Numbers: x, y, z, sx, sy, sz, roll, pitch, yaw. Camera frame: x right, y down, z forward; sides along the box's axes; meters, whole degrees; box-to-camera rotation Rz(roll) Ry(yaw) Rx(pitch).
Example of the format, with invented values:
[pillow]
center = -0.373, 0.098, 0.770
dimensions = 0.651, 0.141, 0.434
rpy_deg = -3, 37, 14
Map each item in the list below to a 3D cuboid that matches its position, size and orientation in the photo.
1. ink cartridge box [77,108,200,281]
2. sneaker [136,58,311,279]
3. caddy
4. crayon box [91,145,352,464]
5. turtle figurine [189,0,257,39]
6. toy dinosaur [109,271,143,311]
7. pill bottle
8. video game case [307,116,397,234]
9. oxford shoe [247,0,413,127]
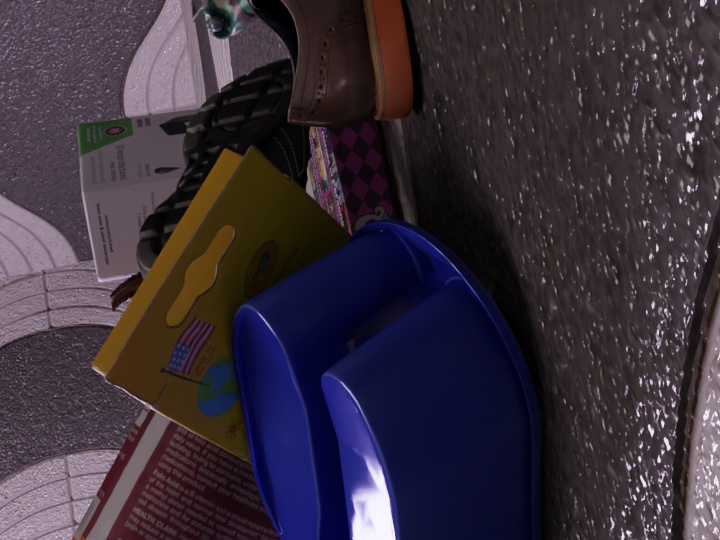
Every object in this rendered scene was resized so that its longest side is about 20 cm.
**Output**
[ink cartridge box]
center = -0.128, -0.074, 1.042
dimensions = 0.146, 0.198, 0.085
rpy_deg = -116, 19, -59
[sneaker]
center = -0.065, -0.044, 0.720
dimensions = 0.079, 0.075, 0.201
rpy_deg = 56, -140, -34
[caddy]
center = 0.020, 0.075, 0.585
dimensions = 0.141, 0.104, 0.201
rpy_deg = 35, 141, 43
[crayon box]
center = -0.050, 0.027, 0.639
dimensions = 0.051, 0.128, 0.200
rpy_deg = 26, 170, 35
[turtle figurine]
center = -0.072, -0.222, 0.801
dimensions = 0.200, 0.100, 0.150
rpy_deg = 43, 162, 50
[toy dinosaur]
center = -0.072, 0.016, 0.977
dimensions = 0.182, 0.198, 0.106
rpy_deg = 90, -166, -81
[pill bottle]
center = -0.087, 0.119, 0.771
dimensions = 0.201, 0.114, 0.114
rpy_deg = -61, 5, -7
[video game case]
center = 0.000, 0.000, 0.830
dimensions = 0.181, 0.035, 0.202
rpy_deg = 130, 128, -79
[oxford shoe]
center = -0.028, -0.172, 0.652
dimensions = 0.071, 0.072, 0.202
rpy_deg = 107, 150, -74
